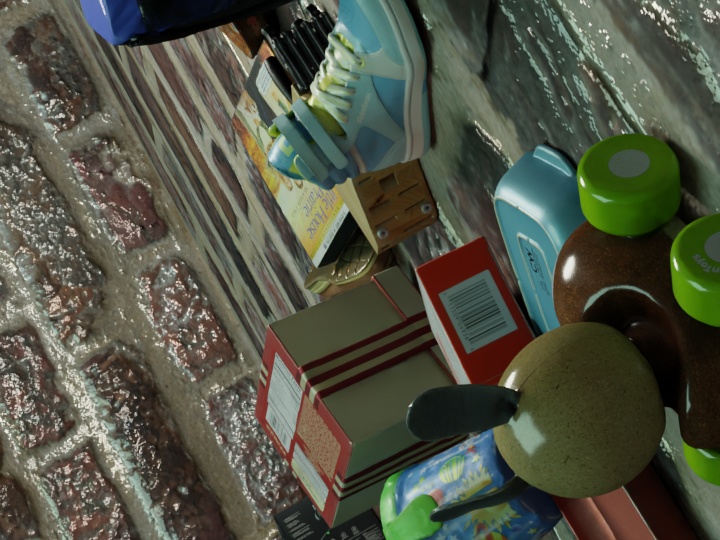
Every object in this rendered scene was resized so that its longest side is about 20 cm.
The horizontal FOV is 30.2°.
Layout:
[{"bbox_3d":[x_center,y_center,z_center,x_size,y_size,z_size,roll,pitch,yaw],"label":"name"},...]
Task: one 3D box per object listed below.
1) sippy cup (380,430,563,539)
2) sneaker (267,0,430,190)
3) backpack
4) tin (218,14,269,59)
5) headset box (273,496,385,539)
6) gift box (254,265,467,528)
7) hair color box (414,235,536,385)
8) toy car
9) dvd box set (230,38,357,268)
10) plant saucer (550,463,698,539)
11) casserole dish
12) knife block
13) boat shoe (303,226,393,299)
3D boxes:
[{"bbox_3d":[0.108,0.207,1.181,0.140,0.130,0.178,43,-148,-9],"label":"sippy cup"},{"bbox_3d":[-0.018,-0.136,1.021,0.080,0.130,0.201,54,166,39],"label":"sneaker"},{"bbox_3d":[-0.116,-0.266,0.992,0.163,0.198,0.169,-133,28,-59],"label":"backpack"},{"bbox_3d":[-0.151,-0.297,1.429,0.112,0.042,0.200,51,179,-38],"label":"tin"},{"bbox_3d":[-0.051,0.515,2.575,0.200,0.173,0.093,51,164,42],"label":"headset box"},{"bbox_3d":[0.009,0.127,1.361,0.185,0.186,0.201,55,151,25],"label":"gift box"},{"bbox_3d":[0.095,0.054,1.043,0.200,0.061,0.102,69,176,-74],"label":"hair color box"},{"bbox_3d":[0.113,0.058,0.711,0.158,0.199,0.165,50,164,45],"label":"toy car"},{"bbox_3d":[-0.062,-0.122,1.389,0.201,0.029,0.147,59,148,18],"label":"dvd box set"},{"bbox_3d":[0.198,0.181,1.039,0.201,0.036,0.200,58,168,15],"label":"plant saucer"},{"bbox_3d":[0.141,0.012,0.896,0.121,0.039,0.201,41,155,60],"label":"casserole dish"},{"bbox_3d":[-0.019,-0.134,1.202,0.201,0.064,0.176,67,168,-25],"label":"knife block"},{"bbox_3d":[0.000,0.000,1.455,0.067,0.072,0.200,30,165,-13],"label":"boat shoe"}]
